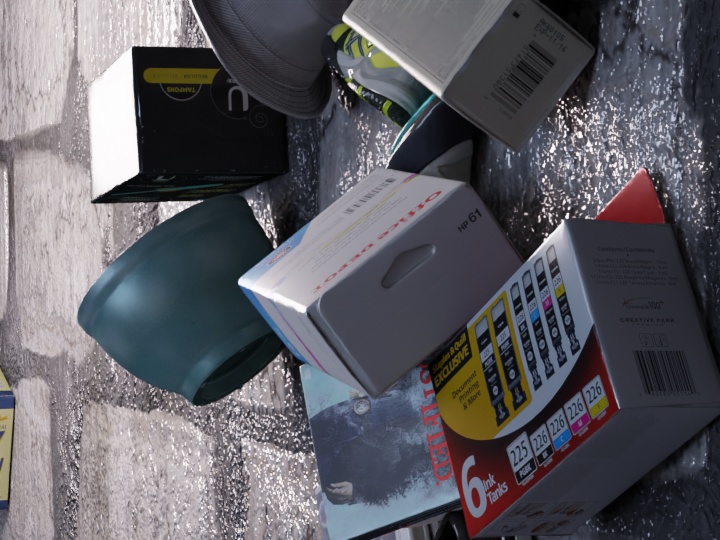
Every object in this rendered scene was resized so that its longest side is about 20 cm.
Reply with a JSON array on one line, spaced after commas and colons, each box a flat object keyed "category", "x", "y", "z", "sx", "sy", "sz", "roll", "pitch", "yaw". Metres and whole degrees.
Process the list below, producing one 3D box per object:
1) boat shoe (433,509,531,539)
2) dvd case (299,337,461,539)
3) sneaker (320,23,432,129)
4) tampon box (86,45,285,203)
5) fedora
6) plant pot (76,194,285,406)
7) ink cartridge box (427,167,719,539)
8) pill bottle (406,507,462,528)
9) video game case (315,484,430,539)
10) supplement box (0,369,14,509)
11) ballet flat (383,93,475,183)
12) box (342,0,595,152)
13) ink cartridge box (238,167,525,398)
[{"category": "boat shoe", "x": 0.068, "y": 0.242, "z": 1.555, "sx": 0.201, "sy": 0.060, "sz": 0.072, "roll": 109, "pitch": 151, "yaw": -41}, {"category": "dvd case", "x": 0.053, "y": 0.102, "z": 1.483, "sx": 0.200, "sy": 0.022, "sz": 0.146, "roll": -22, "pitch": 64, "yaw": 25}, {"category": "sneaker", "x": 0.026, "y": -0.169, "z": 1.663, "sx": 0.076, "sy": 0.075, "sz": 0.200, "roll": -52, "pitch": 24, "yaw": 5}, {"category": "tampon box", "x": -0.177, "y": -0.143, "z": 2.050, "sx": 0.200, "sy": 0.150, "sz": 0.126, "roll": 164, "pitch": 104, "yaw": -68}, {"category": "fedora", "x": -0.067, "y": -0.238, "z": 1.801, "sx": 0.090, "sy": 0.177, "sz": 0.200, "roll": -39, "pitch": 48, "yaw": 26}, {"category": "plant pot", "x": -0.150, "y": 0.043, "z": 1.972, "sx": 0.134, "sy": 0.200, "sz": 0.200, "roll": 52, "pitch": 147, "yaw": 14}, {"category": "ink cartridge box", "x": 0.128, "y": 0.054, "z": 1.331, "sx": 0.200, "sy": 0.084, "sz": 0.176, "roll": -51, "pitch": 45, "yaw": 50}, {"category": "pill bottle", "x": 0.025, "y": 0.089, "z": 1.594, "sx": 0.109, "sy": 0.109, "sz": 0.200, "roll": 117, "pitch": 145, "yaw": -51}, {"category": "video game case", "x": 0.013, "y": 0.241, "z": 1.753, "sx": 0.200, "sy": 0.023, "sz": 0.182, "roll": 129, "pitch": 136, "yaw": -59}, {"category": "supplement box", "x": -0.638, "y": 0.251, "z": 3.284, "sx": 0.200, "sy": 0.134, "sz": 0.200, "roll": -135, "pitch": 48, "yaw": -62}, {"category": "ballet flat", "x": 0.047, "y": -0.070, "z": 1.599, "sx": 0.200, "sy": 0.073, "sz": 0.073, "roll": -48, "pitch": 46, "yaw": 46}, {"category": "box", "x": 0.072, "y": -0.168, "z": 1.460, "sx": 0.095, "sy": 0.078, "sz": 0.200, "roll": -52, "pitch": 29, "yaw": 7}, {"category": "ink cartridge box", "x": 0.013, "y": 0.004, "z": 1.466, "sx": 0.085, "sy": 0.144, "sz": 0.200, "roll": 54, "pitch": 170, "yaw": -13}]
